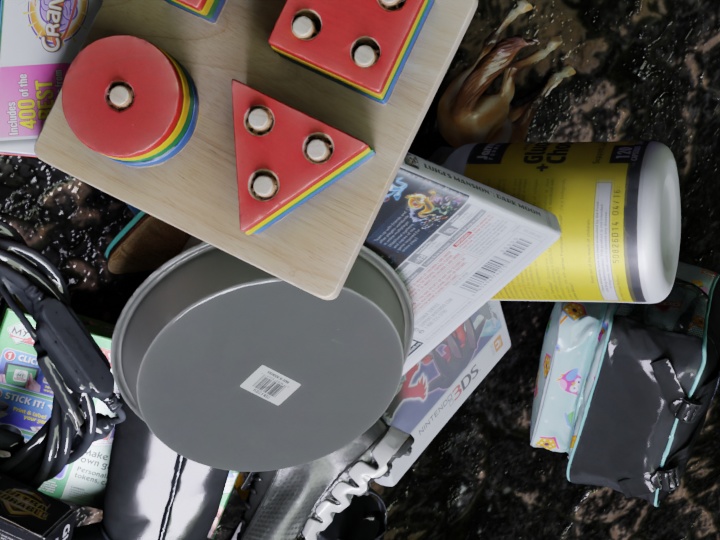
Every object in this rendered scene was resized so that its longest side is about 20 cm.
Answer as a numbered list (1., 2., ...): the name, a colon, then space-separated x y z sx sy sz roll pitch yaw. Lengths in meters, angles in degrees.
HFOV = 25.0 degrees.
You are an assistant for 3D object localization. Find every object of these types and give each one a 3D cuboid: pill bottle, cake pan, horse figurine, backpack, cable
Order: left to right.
1. cable: -0.258 0.054 1.084 0.163 0.051 0.200 -30 104 25
2. cake pan: -0.060 0.059 1.049 0.200 0.037 0.200 -7 132 -8
3. horse figurine: 0.103 -0.118 1.202 0.133 0.050 0.200 -50 158 -3
4. pill bottle: 0.117 -0.034 1.136 0.200 0.112 0.112 1 132 19
5. backpack: 0.230 0.076 1.369 0.200 0.153 0.176 -44 146 -55

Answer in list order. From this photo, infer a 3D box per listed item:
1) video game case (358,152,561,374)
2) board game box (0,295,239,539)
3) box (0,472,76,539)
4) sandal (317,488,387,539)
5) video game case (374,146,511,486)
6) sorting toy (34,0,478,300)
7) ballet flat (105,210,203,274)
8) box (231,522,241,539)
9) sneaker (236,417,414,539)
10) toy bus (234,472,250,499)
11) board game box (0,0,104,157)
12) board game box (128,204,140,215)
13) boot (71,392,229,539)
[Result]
1. video game case: 0.000 0.000 1.063 0.182 0.023 0.200 20 133 -33
2. board game box: -0.178 0.108 1.172 0.200 0.029 0.135 18 107 -16
3. box: -0.306 0.211 1.111 0.050 0.200 0.199 -46 154 -60
4. sandal: -0.009 0.204 1.323 0.043 0.076 0.200 -10 163 14
5. video game case: 0.044 0.036 1.255 0.182 0.023 0.200 -46 132 -35
6. sorting toy: -0.065 -0.114 0.928 0.199 0.200 0.070 -64 173 1
7. ballet flat: -0.078 -0.054 1.067 0.200 0.072 0.068 -46 172 -2
8. box: -0.004 0.284 1.374 0.200 0.144 0.036 41 74 -42
9. sneaker: -0.058 0.166 1.200 0.091 0.066 0.200 45 93 1
10. toy bus: -0.066 0.111 1.272 0.200 0.065 0.078 -34 134 -10
11. board game box: -0.122 -0.139 1.002 0.200 0.040 0.153 5 95 -10
12. board game box: -0.050 -0.097 1.148 0.153 0.040 0.200 24 105 -40
13. boot: -0.171 0.143 1.135 0.165 0.066 0.200 8 114 -21
